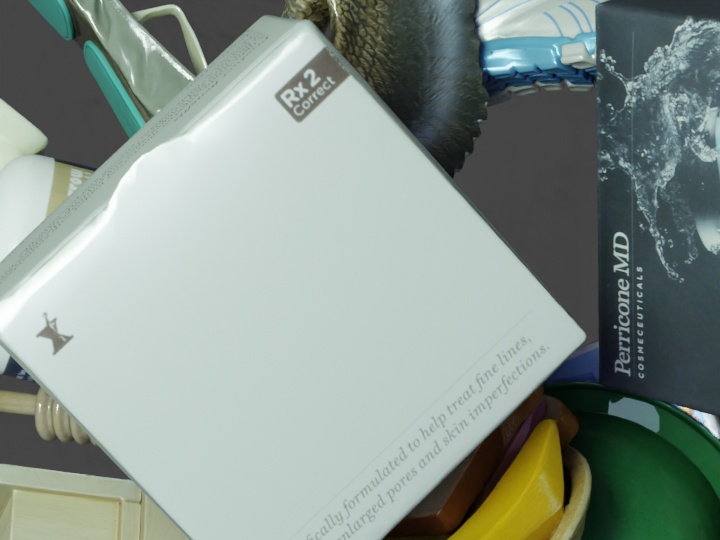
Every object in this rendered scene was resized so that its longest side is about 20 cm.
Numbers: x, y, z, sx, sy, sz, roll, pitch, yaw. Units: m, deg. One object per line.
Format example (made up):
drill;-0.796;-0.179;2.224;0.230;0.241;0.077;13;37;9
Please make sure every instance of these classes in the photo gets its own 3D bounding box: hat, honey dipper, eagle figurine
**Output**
hat;0.116;0.162;1.386;0.199;0.176;0.166;26;106;5
honey dipper;-0.222;0.071;1.577;0.199;0.038;0.038;4;90;18
eagle figurine;-0.015;-0.136;1.441;0.150;0.152;0.201;-1;100;-8

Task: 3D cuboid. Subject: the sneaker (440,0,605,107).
sneaker;0.096;-0.135;1.469;0.199;0.075;0.087;-5;78;14

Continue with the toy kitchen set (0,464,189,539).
toy kitchen set;-0.112;0.145;1.525;0.199;0.181;0.164;9;61;-15

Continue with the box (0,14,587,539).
box;-0.040;0.019;1.315;0.199;0.131;0.200;-43;100;-2

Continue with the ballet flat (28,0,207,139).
ballet flat;-0.135;-0.138;1.548;0.064;0.067;0.200;-34;80;-15

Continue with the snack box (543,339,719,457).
snack box;0.087;0.091;1.490;0.199;0.024;0.072;-24;82;15

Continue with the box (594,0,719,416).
box;0.221;-0.031;1.345;0.199;0.117;0.198;13;114;39

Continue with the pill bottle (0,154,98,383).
pill bottle;-0.135;0.005;1.421;0.199;0.111;0.112;14;93;-11

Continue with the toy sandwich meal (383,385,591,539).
toy sandwich meal;0.027;0.124;1.369;0.205;0.205;0.070;-31;108;14

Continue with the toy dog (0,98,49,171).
toy dog;-0.231;0.010;1.525;0.194;0.139;0.200;39;84;-15
